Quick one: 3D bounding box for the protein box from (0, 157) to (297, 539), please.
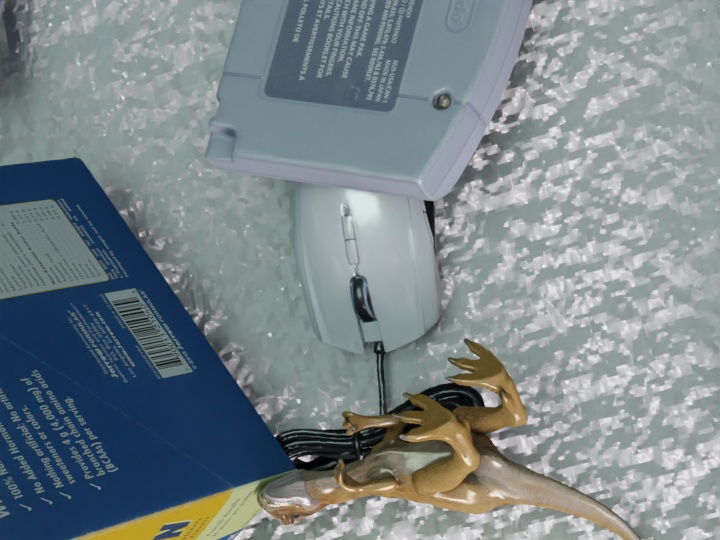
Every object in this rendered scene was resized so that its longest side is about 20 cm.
[{"bbox_3d":[-0.177,0.071,0.997,0.135,0.199,0.199,-47,70,30],"label":"protein box"}]

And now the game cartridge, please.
[{"bbox_3d":[0.014,-0.132,1.018,0.132,0.041,0.202,8,74,26],"label":"game cartridge"}]

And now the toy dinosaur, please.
[{"bbox_3d":[0.054,0.090,0.983,0.198,0.107,0.061,7,46,11],"label":"toy dinosaur"}]

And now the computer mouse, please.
[{"bbox_3d":[0.000,0.000,1.031,0.109,0.044,0.202,-7,83,22],"label":"computer mouse"}]
